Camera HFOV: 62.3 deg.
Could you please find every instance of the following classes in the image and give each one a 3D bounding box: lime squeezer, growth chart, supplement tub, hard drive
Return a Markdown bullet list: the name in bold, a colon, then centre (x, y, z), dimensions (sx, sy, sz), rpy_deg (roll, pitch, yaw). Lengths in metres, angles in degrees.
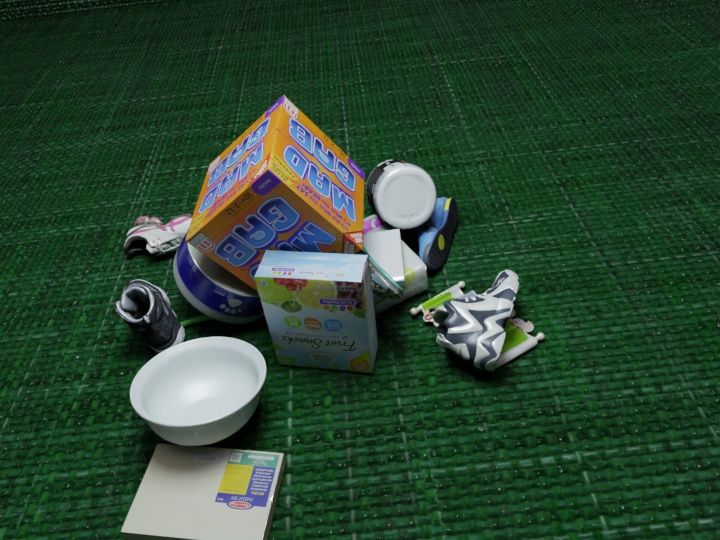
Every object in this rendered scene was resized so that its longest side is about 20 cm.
- **lime squeezer**: centre (-0.241, 0.061, 1.106), dimensions (0.199, 0.038, 0.070), rpy_deg (-37, 18, -29)
- **growth chart**: centre (0.202, 0.090, 1.023), dimensions (0.143, 0.018, 0.199), rpy_deg (-31, 48, -26)
- **supplement tub**: centre (0.075, -0.157, 1.194), dimensions (0.120, 0.125, 0.200), rpy_deg (-10, 15, -4)
- **hard drive**: centre (-0.023, -0.011, 1.056), dimensions (0.196, 0.027, 0.133), rpy_deg (-7, 44, 5)

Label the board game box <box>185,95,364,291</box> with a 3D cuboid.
- **board game box**: centre (-0.130, -0.110, 0.979), dimensions (0.198, 0.199, 0.202), rpy_deg (-33, 36, 29)

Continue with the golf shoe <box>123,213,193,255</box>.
- **golf shoe**: centre (-0.396, -0.063, 1.232), dimensions (0.196, 0.073, 0.093), rpy_deg (-2, 47, 20)

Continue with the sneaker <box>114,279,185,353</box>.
- **sneaker**: centre (-0.386, 0.055, 1.053), dimensions (0.075, 0.115, 0.200), rpy_deg (-39, 51, -13)

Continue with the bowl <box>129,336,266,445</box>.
- **bowl**: centre (-0.234, 0.194, 0.891), dimensions (0.196, 0.092, 0.202), rpy_deg (-2, 29, 1)

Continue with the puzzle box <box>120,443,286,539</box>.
- **puzzle box**: centre (-0.211, 0.310, 0.822), dimensions (0.196, 0.026, 0.134), rpy_deg (2, 42, 9)

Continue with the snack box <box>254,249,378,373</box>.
- **snack box**: centre (-0.062, 0.068, 0.939), dimensions (0.165, 0.202, 0.068), rpy_deg (3, 43, 12)

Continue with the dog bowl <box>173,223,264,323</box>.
- **dog bowl**: centre (-0.227, -0.010, 1.068), dimensions (0.197, 0.079, 0.202), rpy_deg (23, 42, -21)

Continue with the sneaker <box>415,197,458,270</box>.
- **sneaker**: centre (0.137, -0.071, 1.182), dimensions (0.077, 0.067, 0.202), rpy_deg (-4, 40, 27)

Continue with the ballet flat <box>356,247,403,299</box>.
- **ballet flat**: centre (0.000, 0.000, 0.985), dimensions (0.073, 0.075, 0.200), rpy_deg (-21, 42, -17)

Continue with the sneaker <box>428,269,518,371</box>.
- **sneaker**: centre (0.182, 0.062, 0.980), dimensions (0.127, 0.080, 0.201), rpy_deg (18, 56, 11)

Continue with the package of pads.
- **package of pads**: centre (0.018, -0.011, 1.119), dimensions (0.152, 0.069, 0.200), rpy_deg (-24, 45, -17)
